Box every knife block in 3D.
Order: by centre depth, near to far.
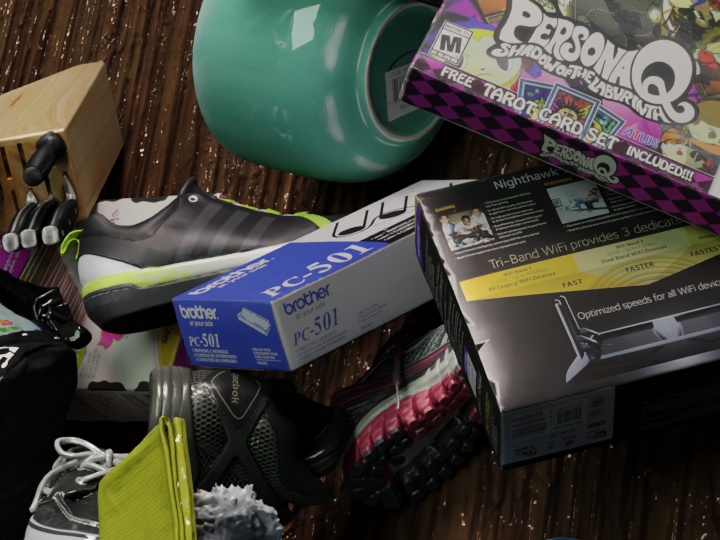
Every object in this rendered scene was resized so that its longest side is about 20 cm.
[{"bbox_3d":[-0.198,-0.068,1.668,0.200,0.064,0.175,-26,25,-34],"label":"knife block"}]

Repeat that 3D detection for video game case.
[{"bbox_3d":[0.145,-0.124,1.402,0.199,0.036,0.182,24,55,5],"label":"video game case"}]

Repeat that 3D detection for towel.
[{"bbox_3d":[-0.108,0.178,1.304,0.086,0.018,0.201,-41,44,41],"label":"towel"}]

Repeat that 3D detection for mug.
[{"bbox_3d":[-0.003,-0.144,1.585,0.114,0.152,0.186,16,75,40],"label":"mug"}]

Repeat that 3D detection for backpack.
[{"bbox_3d":[-0.275,0.063,1.621,0.200,0.126,0.168,35,119,34],"label":"backpack"}]

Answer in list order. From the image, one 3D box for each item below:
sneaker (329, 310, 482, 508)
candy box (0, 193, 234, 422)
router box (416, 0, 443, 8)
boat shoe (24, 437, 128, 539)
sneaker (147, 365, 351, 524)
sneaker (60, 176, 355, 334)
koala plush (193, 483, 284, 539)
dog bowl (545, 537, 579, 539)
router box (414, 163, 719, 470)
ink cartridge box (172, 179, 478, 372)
[{"bbox_3d":[0.057,0.046,1.475,0.200,0.081,0.075,-39,45,16],"label":"sneaker"},{"bbox_3d":[-0.164,0.025,1.679,0.199,0.061,0.137,-2,65,38],"label":"candy box"},{"bbox_3d":[0.035,-0.236,1.508,0.199,0.051,0.150,18,74,8],"label":"router box"},{"bbox_3d":[-0.152,0.135,1.498,0.199,0.073,0.068,-163,87,-86],"label":"boat shoe"},{"bbox_3d":[-0.063,0.135,1.484,0.114,0.200,0.076,1,40,-2],"label":"sneaker"},{"bbox_3d":[-0.082,-0.023,1.573,0.199,0.072,0.083,-12,74,-8],"label":"sneaker"},{"bbox_3d":[-0.037,0.209,1.370,0.183,0.200,0.178,-18,54,30],"label":"koala plush"},{"bbox_3d":[0.076,0.234,1.334,0.049,0.111,0.201,-3,63,53],"label":"dog bowl"},{"bbox_3d":[0.144,0.009,1.376,0.199,0.052,0.158,-13,50,-8],"label":"router box"},{"bbox_3d":[0.000,0.000,1.476,0.200,0.044,0.094,-27,17,-37],"label":"ink cartridge box"}]
